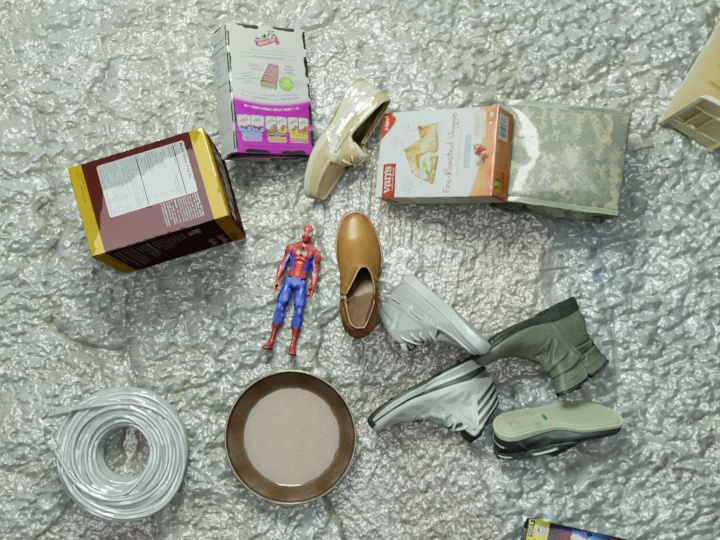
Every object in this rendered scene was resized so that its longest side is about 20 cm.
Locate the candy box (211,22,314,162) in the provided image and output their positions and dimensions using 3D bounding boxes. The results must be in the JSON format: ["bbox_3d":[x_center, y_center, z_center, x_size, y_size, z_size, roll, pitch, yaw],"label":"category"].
[{"bbox_3d":[-0.148,-0.269,1.606,0.136,0.061,0.201,-1,84,-31],"label":"candy box"}]

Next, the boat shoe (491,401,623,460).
[{"bbox_3d":[0.296,0.243,1.585,0.199,0.072,0.068,-7,121,-7],"label":"boat shoe"}]

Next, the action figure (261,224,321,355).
[{"bbox_3d":[-0.100,0.027,1.612,0.065,0.052,0.201,12,82,5],"label":"action figure"}]

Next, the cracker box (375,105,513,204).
[{"bbox_3d":[0.124,-0.170,1.577,0.200,0.058,0.134,1,83,33],"label":"cracker box"}]

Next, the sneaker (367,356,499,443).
[{"bbox_3d":[0.117,0.218,1.574,0.200,0.076,0.116,-26,83,-5],"label":"sneaker"}]

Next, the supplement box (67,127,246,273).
[{"bbox_3d":[-0.291,-0.097,1.548,0.199,0.197,0.133,-17,83,-1],"label":"supplement box"}]

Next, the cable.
[{"bbox_3d":[-0.355,0.274,1.577,0.199,0.069,0.201,-19,85,-2],"label":"cable"}]

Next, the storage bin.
[{"bbox_3d":[0.561,-0.297,1.562,0.094,0.199,0.200,33,85,0],"label":"storage bin"}]

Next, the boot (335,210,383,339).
[{"bbox_3d":[0.000,0.000,1.557,0.073,0.155,0.201,-5,84,0],"label":"boot"}]

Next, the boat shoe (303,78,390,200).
[{"bbox_3d":[-0.019,-0.191,1.602,0.069,0.074,0.200,30,100,21],"label":"boat shoe"}]

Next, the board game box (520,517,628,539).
[{"bbox_3d":[0.323,0.482,1.553,0.199,0.062,0.201,13,84,1],"label":"board game box"}]

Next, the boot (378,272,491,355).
[{"bbox_3d":[0.104,0.090,1.557,0.096,0.074,0.200,-50,43,3],"label":"boot"}]

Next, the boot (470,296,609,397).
[{"bbox_3d":[0.273,0.132,1.568,0.200,0.068,0.131,-24,84,-20],"label":"boot"}]

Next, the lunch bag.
[{"bbox_3d":[0.291,-0.165,1.591,0.199,0.118,0.165,8,85,-3],"label":"lunch bag"}]

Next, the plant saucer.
[{"bbox_3d":[-0.105,0.251,1.593,0.200,0.037,0.201,0,85,1],"label":"plant saucer"}]
